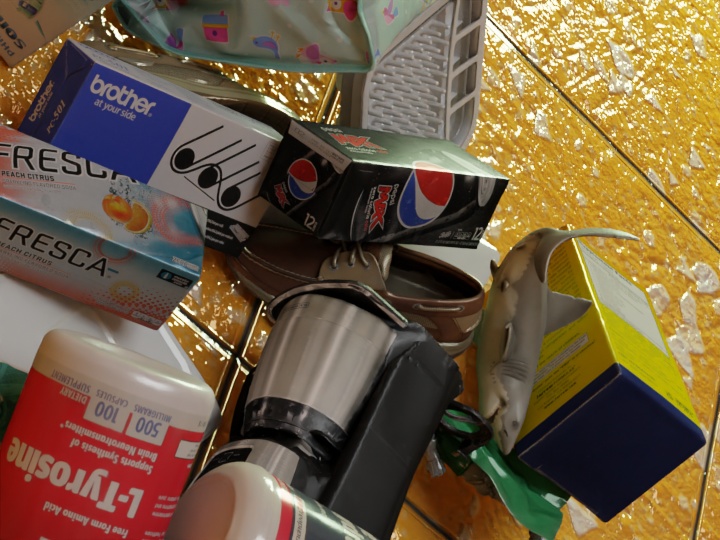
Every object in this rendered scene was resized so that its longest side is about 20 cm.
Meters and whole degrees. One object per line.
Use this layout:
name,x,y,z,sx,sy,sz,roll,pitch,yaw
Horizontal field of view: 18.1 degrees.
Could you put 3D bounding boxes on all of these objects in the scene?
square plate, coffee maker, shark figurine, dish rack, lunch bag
square plate,-0.189,0.061,1.504,0.200,0.028,0.198,58,39,-7
coffee maker,-0.010,0.136,1.559,0.192,0.135,0.200,29,58,-8
shark figurine,0.138,0.019,1.670,0.089,0.215,0.128,1,44,-17
dish rack,0.034,-0.135,1.759,0.200,0.043,0.172,-45,147,-47
lunch bag,-0.064,-0.218,1.654,0.170,0.199,0.122,-52,139,-58

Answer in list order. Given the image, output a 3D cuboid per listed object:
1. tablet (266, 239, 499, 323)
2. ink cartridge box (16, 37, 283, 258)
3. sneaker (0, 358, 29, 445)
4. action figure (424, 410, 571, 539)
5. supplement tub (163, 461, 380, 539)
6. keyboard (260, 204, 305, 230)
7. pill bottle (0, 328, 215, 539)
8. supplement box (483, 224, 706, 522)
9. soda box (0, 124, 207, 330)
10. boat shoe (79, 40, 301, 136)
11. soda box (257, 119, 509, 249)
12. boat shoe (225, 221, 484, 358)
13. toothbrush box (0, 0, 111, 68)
tablet,0.021,0.009,1.735,0.130,0.014,0.200,32,44,2
ink cartridge box,-0.142,-0.082,1.569,0.200,0.094,0.044,22,13,-44
sneaker,-0.255,0.076,1.373,0.200,0.080,0.078,24,74,-35
action figure,0.070,0.129,1.716,0.200,0.055,0.118,43,10,-2
supplement tub,-0.033,0.221,1.403,0.200,0.140,0.141,33,48,-23
keyboard,-0.101,-0.061,1.656,0.200,0.056,0.011,15,17,-43
pill bottle,-0.172,0.145,1.358,0.112,0.112,0.200,20,91,-40
supplement box,0.177,0.079,1.782,0.109,0.109,0.200,38,22,-29
soda box,-0.202,-0.035,1.467,0.200,0.068,0.064,22,44,-22
boat shoe,-0.124,-0.126,1.642,0.200,0.071,0.065,14,39,-44
soda box,0.020,-0.061,1.653,0.071,0.063,0.200,35,19,32
boat shoe,0.000,0.000,1.668,0.200,0.072,0.076,17,45,-12
toothbrush box,-0.173,-0.243,1.548,0.085,0.200,0.146,52,40,-16
